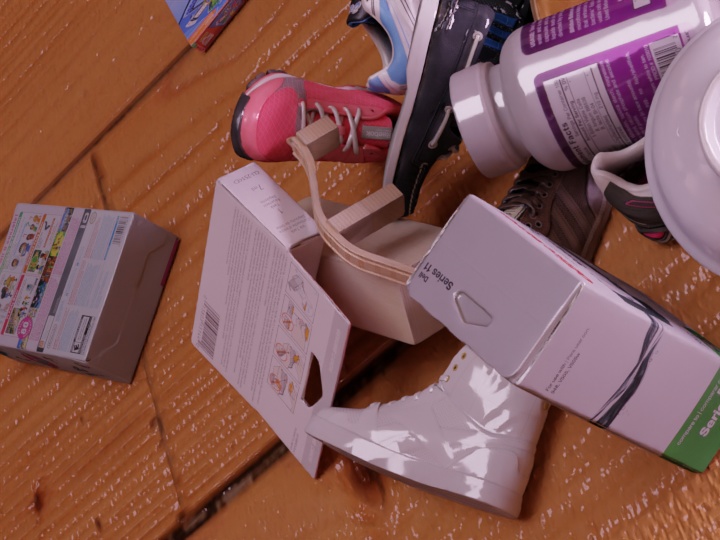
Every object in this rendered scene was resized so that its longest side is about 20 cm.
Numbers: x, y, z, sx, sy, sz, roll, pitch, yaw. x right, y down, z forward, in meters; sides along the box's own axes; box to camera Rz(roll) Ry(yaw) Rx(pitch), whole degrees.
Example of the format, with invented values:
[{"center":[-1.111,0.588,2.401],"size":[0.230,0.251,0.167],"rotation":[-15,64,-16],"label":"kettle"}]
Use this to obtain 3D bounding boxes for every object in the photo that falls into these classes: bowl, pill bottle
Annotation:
[{"center":[0.274,-0.089,1.355],"size":[0.201,0.090,0.201],"rotation":[-3,82,20],"label":"bowl"},{"center":[0.171,-0.138,1.512],"size":[0.200,0.112,0.112],"rotation":[-19,55,18],"label":"pill bottle"}]

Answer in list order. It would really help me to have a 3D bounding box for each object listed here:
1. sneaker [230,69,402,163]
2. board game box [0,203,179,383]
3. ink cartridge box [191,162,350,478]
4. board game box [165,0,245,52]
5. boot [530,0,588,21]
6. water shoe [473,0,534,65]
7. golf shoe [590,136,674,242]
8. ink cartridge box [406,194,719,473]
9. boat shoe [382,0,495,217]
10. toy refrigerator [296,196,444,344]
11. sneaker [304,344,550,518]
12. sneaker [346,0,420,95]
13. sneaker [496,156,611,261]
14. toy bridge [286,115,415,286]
[{"center":[-0.020,-0.122,1.692],"size":[0.087,0.200,0.074],"rotation":[13,103,39],"label":"sneaker"},{"center":[-0.274,0.018,1.985],"size":[0.200,0.064,0.148],"rotation":[7,75,47],"label":"board game box"},{"center":[-0.061,0.042,1.677],"size":[0.176,0.045,0.200],"rotation":[46,144,27],"label":"ink cartridge box"},{"center":[-0.113,-0.315,2.022],"size":[0.200,0.019,0.103],"rotation":[-49,41,17],"label":"board game box"},{"center":[0.205,-0.250,1.604],"size":[0.144,0.071,0.201],"rotation":[-27,47,39],"label":"boot"},{"center":[0.117,-0.189,1.668],"size":[0.079,0.071,0.200],"rotation":[-41,46,22],"label":"water shoe"},{"center":[0.256,-0.077,1.449],"size":[0.200,0.088,0.077],"rotation":[-25,52,35],"label":"golf shoe"},{"center":[0.149,0.043,1.409],"size":[0.083,0.200,0.147],"rotation":[-57,41,8],"label":"ink cartridge box"},{"center":[0.058,-0.120,1.613],"size":[0.076,0.060,0.200],"rotation":[-77,-1,-51],"label":"boat shoe"},{"center":[0.000,0.000,1.678],"size":[0.076,0.070,0.200],"rotation":[-31,27,-31],"label":"toy refrigerator"},{"center":[0.056,0.107,1.579],"size":[0.200,0.074,0.116],"rotation":[15,79,37],"label":"sneaker"},{"center":[0.019,-0.243,1.730],"size":[0.072,0.072,0.200],"rotation":[145,115,-75],"label":"sneaker"},{"center":[0.136,-0.037,1.563],"size":[0.070,0.076,0.200],"rotation":[-5,67,46],"label":"sneaker"},{"center":[0.002,-0.040,1.589],"size":[0.067,0.027,0.200],"rotation":[-31,57,-19],"label":"toy bridge"}]
